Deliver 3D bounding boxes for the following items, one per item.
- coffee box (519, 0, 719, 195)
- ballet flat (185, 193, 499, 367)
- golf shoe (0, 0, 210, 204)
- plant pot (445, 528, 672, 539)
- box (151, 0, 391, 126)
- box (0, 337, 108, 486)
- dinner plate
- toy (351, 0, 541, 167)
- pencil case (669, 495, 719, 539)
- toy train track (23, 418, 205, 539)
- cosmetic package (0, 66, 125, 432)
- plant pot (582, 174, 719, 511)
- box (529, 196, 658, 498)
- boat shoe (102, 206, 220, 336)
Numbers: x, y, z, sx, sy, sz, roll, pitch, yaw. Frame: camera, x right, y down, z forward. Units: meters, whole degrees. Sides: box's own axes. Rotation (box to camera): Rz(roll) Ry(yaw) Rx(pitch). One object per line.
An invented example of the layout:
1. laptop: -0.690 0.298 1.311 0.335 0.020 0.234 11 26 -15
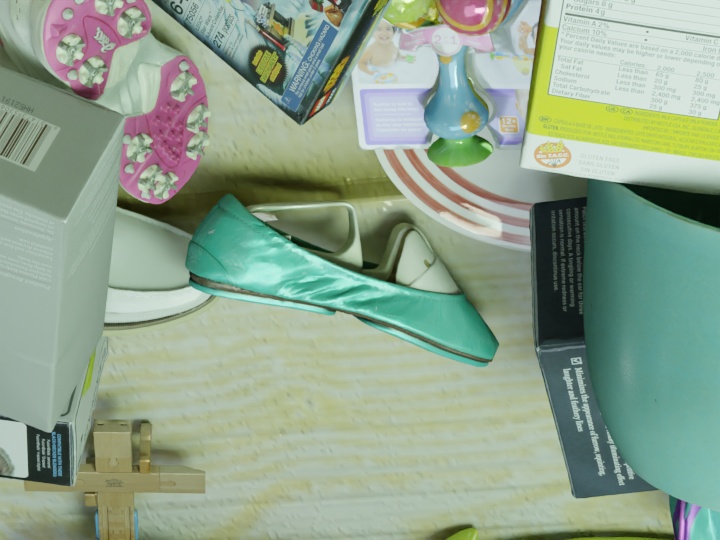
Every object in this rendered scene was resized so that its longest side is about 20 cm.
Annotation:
1. coffee box: 0.192 -0.169 1.406 0.200 0.200 0.198 8 136 2
2. ballet flat: 0.000 0.000 1.713 0.200 0.067 0.070 16 99 -20
3. golf shoe: -0.144 -0.112 1.634 0.091 0.075 0.200 31 161 31
4. plant pot: 0.111 0.290 1.919 0.181 0.199 0.200 10 138 10
5. box: -0.036 -0.185 1.505 0.137 0.040 0.200 40 136 10
6. box: -0.257 0.056 1.788 0.200 0.117 0.060 8 135 3
7. dinner plate: 0.103 -0.085 1.640 0.200 0.024 0.200 5 138 5
8. toy: 0.043 -0.140 1.547 0.115 0.047 0.200 0 126 11
9. pencil case: 0.286 0.140 1.803 0.200 0.085 0.092 -1 152 11
10. toy train track: -0.157 0.147 1.931 0.115 0.033 0.200 1 143 -2
11. cosmetic package: -0.194 -0.012 1.618 0.107 0.090 0.200 22 145 5
12. plant pot: 0.202 0.026 1.486 0.200 0.201 0.161 8 113 2
13. box: 0.203 0.035 1.668 0.200 0.107 0.149 -6 141 9
14. boat shoe: -0.178 -0.015 1.727 0.200 0.075 0.068 6 143 4
